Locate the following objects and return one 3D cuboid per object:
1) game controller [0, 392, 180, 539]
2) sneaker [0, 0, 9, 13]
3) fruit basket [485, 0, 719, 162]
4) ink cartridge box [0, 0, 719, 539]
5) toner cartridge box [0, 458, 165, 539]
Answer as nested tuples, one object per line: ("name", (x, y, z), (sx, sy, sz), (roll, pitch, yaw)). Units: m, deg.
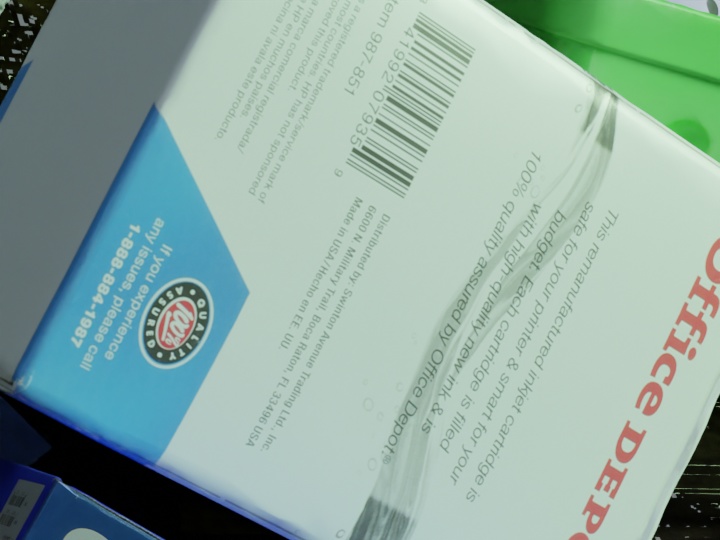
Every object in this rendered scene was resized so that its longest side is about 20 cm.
("game controller", (-0.144, 0.032, 0.762), (0.200, 0.042, 0.104), (41, 41, 13))
("sneaker", (-0.203, -0.106, 0.839), (0.199, 0.075, 0.115), (-16, 61, -38))
("fruit basket", (0.133, -0.090, 0.925), (0.215, 0.216, 0.155), (14, 7, -20))
("ink cartridge box", (0.000, 0.000, 0.751), (0.200, 0.145, 0.084), (31, -7, -34))
("toner cartridge box", (-0.010, 0.116, 0.695), (0.200, 0.095, 0.043), (32, 82, -13))
